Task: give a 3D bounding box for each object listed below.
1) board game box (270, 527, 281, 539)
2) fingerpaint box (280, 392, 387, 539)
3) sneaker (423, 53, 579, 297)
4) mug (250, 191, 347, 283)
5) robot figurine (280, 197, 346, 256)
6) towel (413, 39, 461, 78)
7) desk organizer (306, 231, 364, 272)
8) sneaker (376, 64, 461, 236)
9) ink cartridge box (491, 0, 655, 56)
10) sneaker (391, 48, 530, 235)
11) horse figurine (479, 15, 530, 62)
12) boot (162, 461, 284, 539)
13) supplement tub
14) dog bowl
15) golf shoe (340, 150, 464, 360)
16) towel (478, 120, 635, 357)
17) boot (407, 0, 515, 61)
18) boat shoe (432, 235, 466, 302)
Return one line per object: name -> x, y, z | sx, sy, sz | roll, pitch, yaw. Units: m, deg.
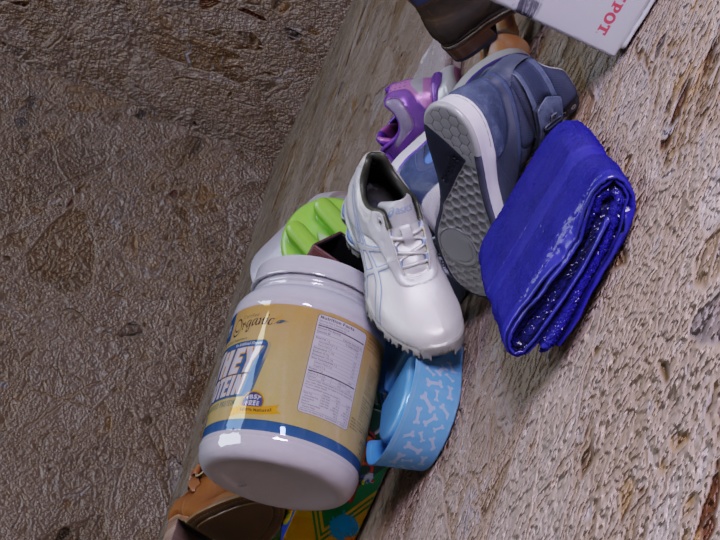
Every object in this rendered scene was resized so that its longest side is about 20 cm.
board game box -> -0.104, 0.293, 1.635 | 0.105, 0.103, 0.200 | 123, 165, -46
fingerpaint box -> -0.021, 0.175, 1.511 | 0.200, 0.073, 0.167 | -97, 29, -72
sneaker -> 0.127, -0.086, 1.247 | 0.146, 0.077, 0.202 | -41, -42, -35
mug -> -0.045, -0.035, 1.947 | 0.153, 0.149, 0.187 | -53, 23, 35
robot figurine -> -0.029, -0.014, 1.756 | 0.175, 0.116, 0.200 | -42, -20, -7
towel -> 0.096, -0.249, 1.926 | 0.200, 0.034, 0.133 | -81, 15, -53
desk organizer -> 0.000, 0.000, 1.559 | 0.077, 0.072, 0.200 | -61, -14, 24
sneaker -> 0.061, -0.119, 1.513 | 0.080, 0.088, 0.200 | -89, -4, -53
ink cartridge box -> 0.149, -0.281, 1.153 | 0.083, 0.200, 0.145 | -73, 9, -51
sneaker -> 0.126, -0.110, 1.360 | 0.200, 0.081, 0.146 | -46, 38, -6
horse figurine -> 0.140, -0.210, 1.525 | 0.200, 0.050, 0.133 | -84, 13, -63
boot -> -0.132, 0.226, 1.543 | 0.200, 0.077, 0.155 | -43, 20, 43
supplement tub -> -0.057, 0.102, 1.332 | 0.145, 0.145, 0.200 | 127, 158, -61
dog bowl -> 0.052, 0.101, 1.326 | 0.200, 0.050, 0.111 | -81, 15, -55
golf shoe -> 0.033, -0.016, 1.282 | 0.097, 0.078, 0.200 | 92, 155, -54
towel -> 0.146, -0.027, 1.089 | 0.148, 0.050, 0.200 | -59, 11, 15
boot -> 0.135, -0.304, 1.460 | 0.200, 0.097, 0.075 | -43, 27, 18
boat shoe -> 0.048, 0.024, 1.454 | 0.199, 0.074, 0.068 | -54, 15, 52
